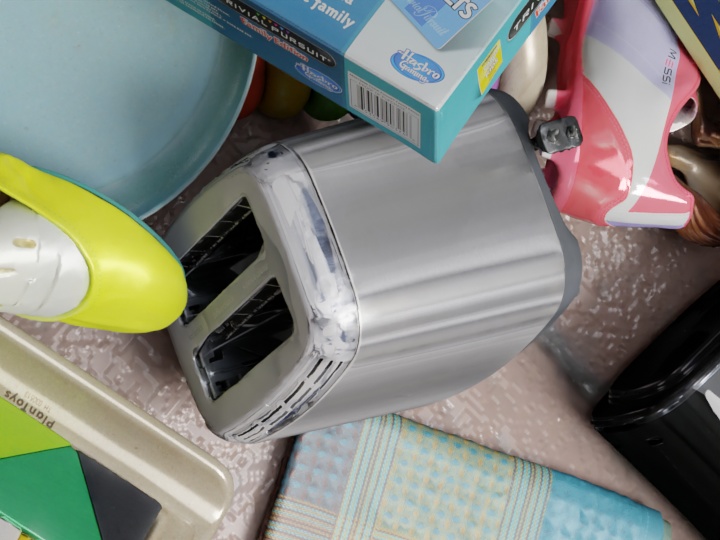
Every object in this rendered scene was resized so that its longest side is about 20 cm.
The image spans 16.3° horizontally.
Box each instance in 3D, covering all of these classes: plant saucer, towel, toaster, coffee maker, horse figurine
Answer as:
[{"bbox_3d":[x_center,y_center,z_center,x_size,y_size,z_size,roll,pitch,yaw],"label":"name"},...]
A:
[{"bbox_3d":[-0.140,-0.109,1.048,0.200,0.027,0.201,0,103,2],"label":"plant saucer"},{"bbox_3d":[0.042,0.152,1.163,0.200,0.022,0.147,21,81,-20],"label":"towel"},{"bbox_3d":[0.000,0.000,1.049,0.129,0.200,0.114,-15,78,-30],"label":"toaster"},{"bbox_3d":[0.209,0.110,1.158,0.200,0.135,0.192,46,51,-5],"label":"coffee maker"},{"bbox_3d":[0.197,-0.079,1.215,0.133,0.050,0.200,49,64,-19],"label":"horse figurine"}]

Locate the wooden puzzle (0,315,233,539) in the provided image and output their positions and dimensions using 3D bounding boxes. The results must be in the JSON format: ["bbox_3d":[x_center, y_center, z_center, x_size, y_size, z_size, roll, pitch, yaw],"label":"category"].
[{"bbox_3d":[-0.166,0.116,0.999,0.185,0.037,0.200,34,64,-10],"label":"wooden puzzle"}]

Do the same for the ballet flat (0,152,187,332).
[{"bbox_3d":[-0.166,-0.022,1.019,0.200,0.067,0.067,34,34,-4],"label":"ballet flat"}]

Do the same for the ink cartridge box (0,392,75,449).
[{"bbox_3d":[-0.188,0.153,1.022,0.161,0.050,0.200,-3,71,-24],"label":"ink cartridge box"}]

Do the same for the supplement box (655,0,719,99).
[{"bbox_3d":[0.249,-0.152,1.142,0.200,0.134,0.200,-31,88,-43],"label":"supplement box"}]

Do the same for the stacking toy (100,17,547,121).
[{"bbox_3d":[-0.022,-0.097,1.117,0.199,0.085,0.086,-8,92,-16],"label":"stacking toy"}]

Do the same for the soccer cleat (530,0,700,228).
[{"bbox_3d":[0.126,-0.107,1.155,0.076,0.067,0.200,16,59,-5],"label":"soccer cleat"}]

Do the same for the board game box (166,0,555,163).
[{"bbox_3d":[0.023,-0.163,0.994,0.151,0.047,0.200,31,70,14],"label":"board game box"}]
